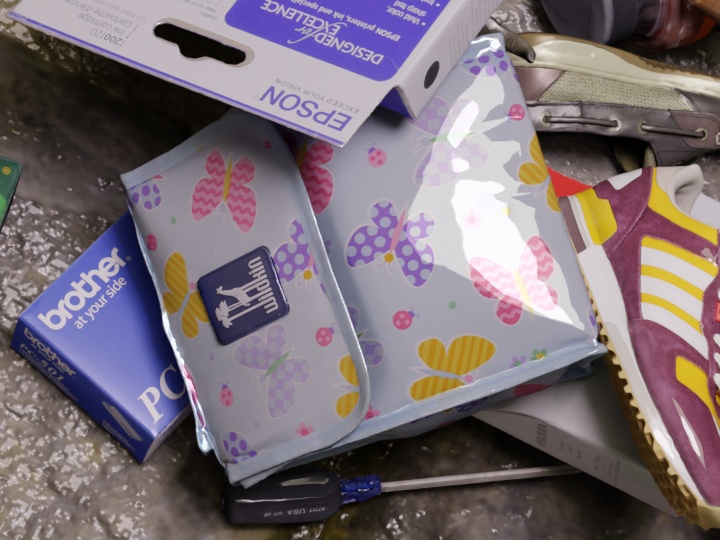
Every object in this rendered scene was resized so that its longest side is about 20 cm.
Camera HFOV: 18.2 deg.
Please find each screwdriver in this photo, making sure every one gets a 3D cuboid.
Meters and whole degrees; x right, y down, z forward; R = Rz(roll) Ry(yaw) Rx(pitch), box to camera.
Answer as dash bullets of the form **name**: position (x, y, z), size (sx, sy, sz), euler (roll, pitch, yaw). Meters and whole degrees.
- **screwdriver**: position (0.025, 0.106, 1.155), size (0.199, 0.028, 0.029), euler (-9, 99, -17)

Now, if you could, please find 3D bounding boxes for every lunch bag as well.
- **lunch bag**: position (0.000, 0.000, 1.087), size (0.199, 0.127, 0.170), euler (-17, 81, 1)

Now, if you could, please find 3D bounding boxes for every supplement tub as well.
- **supplement tub**: position (0.200, -0.191, 1.292), size (0.200, 0.107, 0.107), euler (-25, 77, -25)

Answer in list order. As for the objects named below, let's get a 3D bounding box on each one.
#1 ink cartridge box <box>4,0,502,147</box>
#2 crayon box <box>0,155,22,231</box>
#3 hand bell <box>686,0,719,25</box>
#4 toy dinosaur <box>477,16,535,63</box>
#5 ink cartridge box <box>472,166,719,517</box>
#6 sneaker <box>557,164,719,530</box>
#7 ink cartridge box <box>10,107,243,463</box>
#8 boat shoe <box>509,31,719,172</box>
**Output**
- **ink cartridge box**: position (-0.033, -0.146, 1.072), size (0.198, 0.043, 0.200), euler (23, 59, 26)
- **crayon box**: position (-0.282, -0.024, 1.107), size (0.199, 0.052, 0.126), euler (19, 64, -8)
- **hand bell**: position (0.264, -0.135, 1.262), size (0.199, 0.104, 0.104), euler (9, 65, -29)
- **toy dinosaur**: position (0.018, -0.139, 1.201), size (0.077, 0.200, 0.103), euler (-26, 117, -15)
- **ink cartridge box**: position (0.116, 0.016, 1.176), size (0.200, 0.050, 0.161), euler (27, 64, 14)
- **sneaker**: position (0.161, 0.029, 1.095), size (0.090, 0.075, 0.200), euler (-20, 57, 1)
- **ink cartridge box**: position (-0.079, -0.004, 1.163), size (0.094, 0.044, 0.200), euler (41, 63, 4)
- **boat shoe**: position (0.161, -0.083, 1.260), size (0.200, 0.072, 0.066), euler (13, 87, -23)
